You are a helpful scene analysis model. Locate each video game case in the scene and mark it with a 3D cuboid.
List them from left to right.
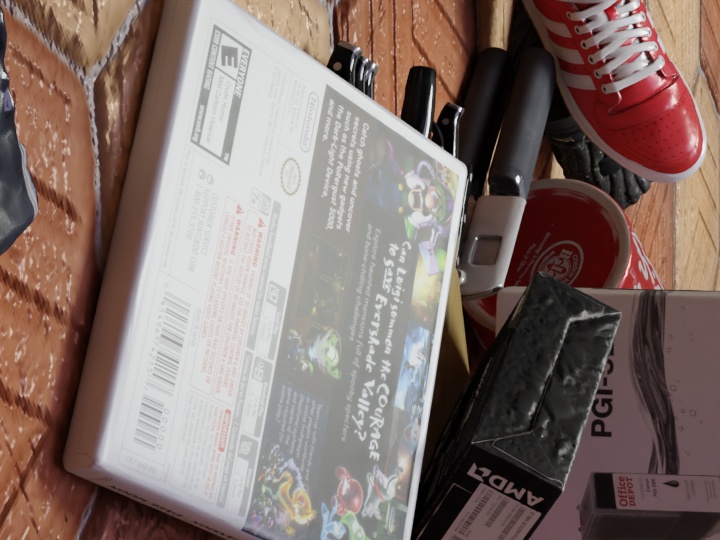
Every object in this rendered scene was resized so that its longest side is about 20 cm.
[{"bbox_3d":[-0.030,0.012,0.814,0.182,0.023,0.200,31,61,-44],"label":"video game case"}]

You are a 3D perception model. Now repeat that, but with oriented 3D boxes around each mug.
[{"bbox_3d":[0.136,0.059,1.223,0.200,0.133,0.178,58,27,-53],"label":"mug"}]

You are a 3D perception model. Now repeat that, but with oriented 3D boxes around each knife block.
[{"bbox_3d":[0.000,0.000,0.930,0.200,0.064,0.176,-59,145,-53],"label":"knife block"}]

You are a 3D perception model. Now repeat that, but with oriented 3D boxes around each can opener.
[{"bbox_3d":[0.069,-0.065,1.135,0.067,0.053,0.200,73,26,-45],"label":"can opener"}]

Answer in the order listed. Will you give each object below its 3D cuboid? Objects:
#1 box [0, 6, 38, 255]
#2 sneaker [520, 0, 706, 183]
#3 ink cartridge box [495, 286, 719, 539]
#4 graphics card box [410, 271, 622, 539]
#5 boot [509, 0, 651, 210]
[{"bbox_3d":[-0.166,-0.056,0.363,0.200,0.117,0.197,-57,145,-57],"label":"box"},{"bbox_3d":[0.146,-0.150,1.178,0.200,0.071,0.112,60,-11,10],"label":"sneaker"},{"bbox_3d":[0.171,0.083,1.069,0.083,0.200,0.147,2,89,-78],"label":"ink cartridge box"},{"bbox_3d":[0.051,0.109,0.966,0.200,0.051,0.126,-63,180,42],"label":"graphics card box"},{"bbox_3d":[0.161,-0.158,1.343,0.158,0.079,0.211,37,67,-59],"label":"boot"}]
